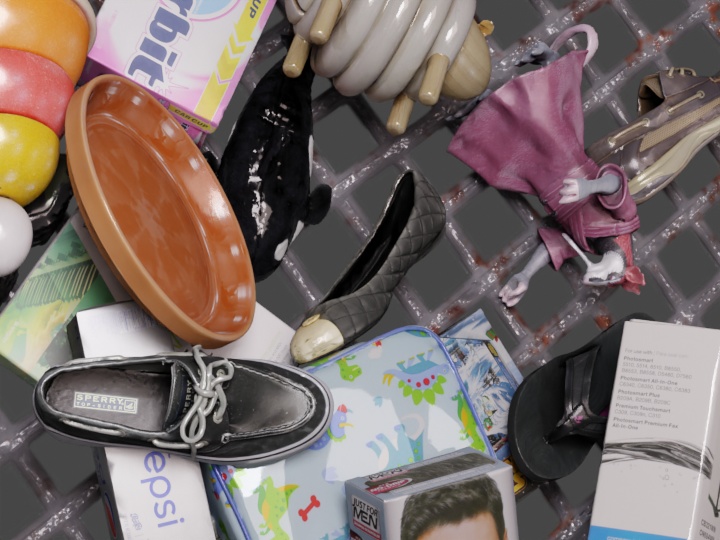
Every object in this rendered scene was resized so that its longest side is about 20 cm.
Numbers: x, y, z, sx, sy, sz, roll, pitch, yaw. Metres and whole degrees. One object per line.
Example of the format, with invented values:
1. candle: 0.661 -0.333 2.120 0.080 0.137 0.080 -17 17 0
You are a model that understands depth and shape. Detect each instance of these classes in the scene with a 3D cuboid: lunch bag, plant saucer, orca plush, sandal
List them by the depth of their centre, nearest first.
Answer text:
1. plant saucer: -0.139 -0.037 1.242 0.032 0.200 0.202 -28 88 18
2. lunch bag: -0.010 0.143 1.271 0.199 0.082 0.162 -24 85 -21
3. orca plush: -0.052 -0.091 1.358 0.105 0.071 0.201 33 69 -10
4. sandal: 0.179 0.086 1.383 0.200 0.048 0.076 -38 93 -40

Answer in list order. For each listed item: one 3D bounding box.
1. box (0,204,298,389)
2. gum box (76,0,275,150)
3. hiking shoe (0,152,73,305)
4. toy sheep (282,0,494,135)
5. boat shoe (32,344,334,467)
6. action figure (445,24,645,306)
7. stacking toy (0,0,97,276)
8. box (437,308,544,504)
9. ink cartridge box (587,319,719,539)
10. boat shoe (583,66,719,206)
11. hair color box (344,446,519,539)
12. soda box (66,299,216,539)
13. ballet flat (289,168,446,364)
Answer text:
1. box: -0.153 0.053 1.309 0.199 0.036 0.145 36 69 -7
2. gum box: -0.128 -0.199 1.357 0.113 0.066 0.202 27 71 -10
3. hiking shoe: -0.282 -0.021 1.269 0.100 0.076 0.201 33 60 -1
4. toy sheep: 0.010 -0.186 1.330 0.199 0.138 0.139 30 70 -17
5. boat shoe: -0.112 0.083 1.181 0.197 0.068 0.074 9 76 -8
6. action figure: 0.160 -0.066 1.419 0.201 0.134 0.149 52 49 1
7. stacking toy: -0.243 -0.091 1.207 0.144 0.146 0.202 2 62 -19
8. box: 0.045 0.139 1.357 0.199 0.040 0.138 -32 89 -23
9. ink cartridge box: 0.239 0.153 1.356 0.146 0.084 0.202 33 66 -57
10. boat shoe: 0.260 -0.132 1.476 0.200 0.074 0.073 -41 93 -24
11. hair color box: 0.055 0.230 1.221 0.098 0.060 0.202 -12 103 -25
12. soda box: -0.148 0.123 1.242 0.063 0.068 0.202 -11 83 -17
13. ballet flat: 0.000 0.000 1.342 0.057 0.066 0.200 58 45 -21
